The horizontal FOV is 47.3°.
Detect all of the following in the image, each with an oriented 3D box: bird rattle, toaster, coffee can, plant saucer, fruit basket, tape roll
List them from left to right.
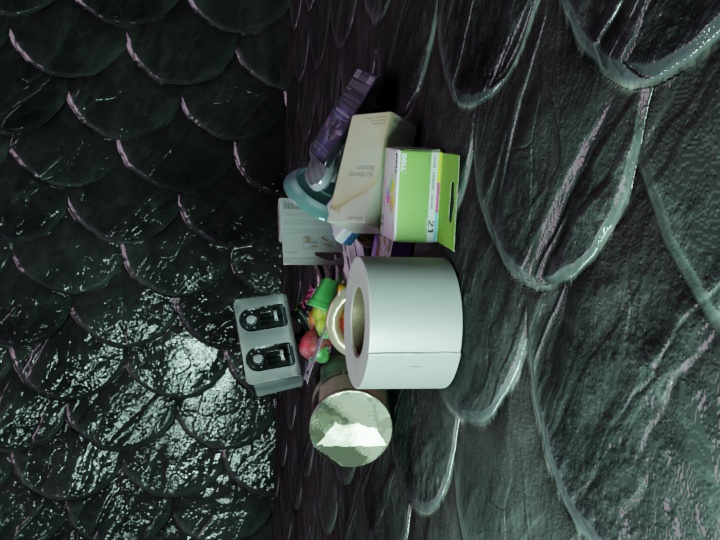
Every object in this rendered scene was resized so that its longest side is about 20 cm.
[{"bbox_3d":[-0.193,0.162,1.707,0.200,0.118,0.181,101,159,-71],"label":"toaster"},{"bbox_3d":[-0.067,0.116,1.576,0.185,0.094,0.200,155,128,-83],"label":"fruit basket"},{"bbox_3d":[-0.065,-0.166,1.753,0.200,0.200,0.027,-103,31,-50],"label":"plant saucer"},{"bbox_3d":[-0.019,0.250,1.521,0.200,0.146,0.147,-95,9,-76],"label":"coffee can"},{"bbox_3d":[0.019,0.100,1.435,0.113,0.163,0.200,-60,-16,-76],"label":"bird rattle"},{"bbox_3d":[0.060,0.079,1.250,0.203,0.139,0.203,-179,90,-78],"label":"tape roll"}]

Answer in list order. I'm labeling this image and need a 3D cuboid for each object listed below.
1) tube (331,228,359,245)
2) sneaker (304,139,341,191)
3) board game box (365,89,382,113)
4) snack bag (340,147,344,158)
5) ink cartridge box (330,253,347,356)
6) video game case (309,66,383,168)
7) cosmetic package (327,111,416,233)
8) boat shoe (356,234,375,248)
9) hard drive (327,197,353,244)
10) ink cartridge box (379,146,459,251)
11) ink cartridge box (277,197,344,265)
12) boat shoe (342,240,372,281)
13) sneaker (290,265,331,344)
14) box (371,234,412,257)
[{"bbox_3d":[0.018,-0.136,1.575,0.200,0.050,0.077,-51,36,26],"label":"tube"},{"bbox_3d":[-0.067,-0.216,1.725,0.073,0.071,0.200,-33,28,23],"label":"sneaker"},{"bbox_3d":[0.010,-0.292,1.788,0.200,0.035,0.136,116,153,-64],"label":"board game box"},{"bbox_3d":[-0.014,-0.277,1.720,0.189,0.021,0.200,-93,14,-47],"label":"snack bag"},{"bbox_3d":[-0.020,0.084,1.775,0.147,0.083,0.200,-103,18,-52],"label":"ink cartridge box"},{"bbox_3d":[-0.032,-0.310,1.649,0.200,0.019,0.143,-58,24,11],"label":"video game case"},{"bbox_3d":[0.020,-0.168,1.435,0.103,0.073,0.200,4,77,46],"label":"cosmetic package"},{"bbox_3d":[0.016,-0.145,1.649,0.068,0.072,0.200,114,154,-65],"label":"boat shoe"},{"bbox_3d":[0.014,-0.158,1.533,0.200,0.025,0.132,-48,30,23],"label":"hard drive"},{"bbox_3d":[0.090,-0.116,1.279,0.200,0.076,0.148,-135,47,-76],"label":"ink cartridge box"},{"bbox_3d":[-0.075,-0.074,1.765,0.045,0.200,0.176,108,160,-56],"label":"ink cartridge box"},{"bbox_3d":[0.000,0.000,1.669,0.065,0.074,0.200,-30,45,30],"label":"boat shoe"},{"bbox_3d":[-0.106,0.077,1.768,0.074,0.087,0.200,-126,38,-72],"label":"sneaker"},{"bbox_3d":[0.056,-0.039,1.522,0.137,0.039,0.200,-103,18,-51],"label":"box"}]
